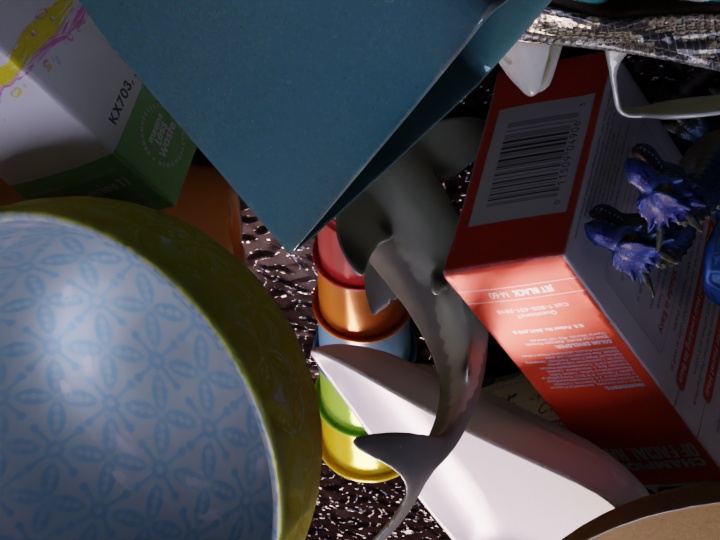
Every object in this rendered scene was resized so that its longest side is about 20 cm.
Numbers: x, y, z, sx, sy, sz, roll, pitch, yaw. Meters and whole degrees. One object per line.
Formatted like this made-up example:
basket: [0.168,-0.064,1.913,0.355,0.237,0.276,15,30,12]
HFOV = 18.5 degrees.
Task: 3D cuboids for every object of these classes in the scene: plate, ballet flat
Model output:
plate: [0.089,0.114,1.045,0.199,0.032,0.200,23,157,43]
ballet flat: [0.101,-0.096,0.862,0.198,0.068,0.076,11,123,2]

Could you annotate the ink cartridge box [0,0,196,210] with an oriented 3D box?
ink cartridge box: [-0.142,-0.121,0.882,0.067,0.118,0.200,-12,138,38]

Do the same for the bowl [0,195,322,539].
bowl: [-0.088,0.053,0.909,0.199,0.108,0.202,13,117,27]

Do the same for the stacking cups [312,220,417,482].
stacking cups: [0.004,0.031,1.096,0.060,0.061,0.201,10,146,8]

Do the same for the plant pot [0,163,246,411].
plant pot: [-0.145,0.021,1.042,0.182,0.201,0.201,-4,145,1]

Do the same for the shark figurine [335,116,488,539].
shark figurine: [0.017,0.015,0.968,0.127,0.216,0.090,-6,155,-27]

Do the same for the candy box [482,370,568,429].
candy box: [0.147,0.126,1.177,0.136,0.061,0.200,-17,134,39]

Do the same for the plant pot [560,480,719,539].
plant pot: [0.156,0.146,0.946,0.198,0.028,0.201,-1,138,-1]

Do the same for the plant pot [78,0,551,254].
plant pot: [-0.027,-0.145,0.752,0.200,0.141,0.141,45,137,2]

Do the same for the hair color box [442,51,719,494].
hair color box: [0.118,0.012,0.978,0.064,0.112,0.200,-8,140,34]

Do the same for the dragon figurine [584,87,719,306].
dragon figurine: [0.175,-0.015,0.924,0.199,0.100,0.059,27,144,-27]
